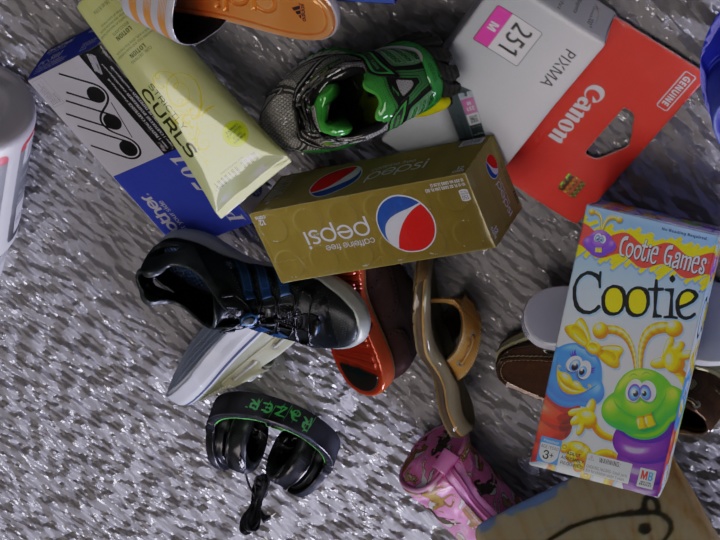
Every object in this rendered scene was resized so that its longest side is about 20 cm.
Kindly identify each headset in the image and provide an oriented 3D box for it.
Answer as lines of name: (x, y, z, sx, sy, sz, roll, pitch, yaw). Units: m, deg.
headset: (-0.088, 0.177, 1.874, 0.123, 0.095, 0.200, 19, 156, 1)

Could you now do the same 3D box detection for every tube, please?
tube: (-0.141, -0.142, 1.581, 0.201, 0.052, 0.058, 53, 150, -3)

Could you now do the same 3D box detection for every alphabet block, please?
alphabet block: (0.233, 0.302, 1.729, 0.194, 0.200, 0.197, -28, 123, 3)

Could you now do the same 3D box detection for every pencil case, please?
pencil case: (0.118, 0.227, 1.843, 0.086, 0.083, 0.200, -23, 119, 39)

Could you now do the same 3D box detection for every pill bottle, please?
pill bottle: (-0.344, -0.075, 1.734, 0.113, 0.114, 0.201, 22, 136, 2)

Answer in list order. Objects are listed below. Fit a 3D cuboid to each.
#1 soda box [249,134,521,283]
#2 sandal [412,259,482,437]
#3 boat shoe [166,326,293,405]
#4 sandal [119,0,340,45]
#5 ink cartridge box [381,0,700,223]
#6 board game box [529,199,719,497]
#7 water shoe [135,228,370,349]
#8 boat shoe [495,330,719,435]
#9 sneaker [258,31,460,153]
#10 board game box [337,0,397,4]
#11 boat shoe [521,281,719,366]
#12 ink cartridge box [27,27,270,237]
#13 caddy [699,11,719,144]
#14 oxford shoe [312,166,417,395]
soda box: (0.018, -0.046, 1.571, 0.199, 0.064, 0.068, -9, 117, 32)
sandal: (0.080, 0.060, 1.708, 0.054, 0.081, 0.201, -9, 131, 11)
boat shoe: (-0.105, 0.070, 1.801, 0.062, 0.072, 0.200, 32, 135, -16)
sandal: (-0.116, -0.201, 1.485, 0.205, 0.059, 0.080, 15, 137, 22)
ink cartridge box: (0.135, -0.122, 1.527, 0.173, 0.044, 0.200, 32, 136, -6)
board game box: (0.205, 0.056, 1.549, 0.102, 0.105, 0.202, 13, 97, 12)
water shoe: (-0.090, 0.031, 1.666, 0.199, 0.079, 0.072, 18, 128, 18)
boat shoe: (0.203, 0.097, 1.683, 0.201, 0.075, 0.075, 4, 133, 21)
sneaker: (-0.019, -0.130, 1.532, 0.199, 0.085, 0.079, -16, 97, 52)
board game box: (-0.046, -0.287, 1.446, 0.133, 0.045, 0.201, 5, 133, 20)
boat shoe: (0.231, 0.050, 1.638, 0.198, 0.071, 0.066, -2, 161, 10)
ink cartridge box: (-0.173, -0.111, 1.673, 0.094, 0.044, 0.200, -19, 122, 38)
caddy: (0.331, -0.121, 1.399, 0.199, 0.105, 0.142, 24, 115, 2)
oxford shoe: (0.000, 0.000, 1.697, 0.071, 0.072, 0.202, 9, 120, 42)
